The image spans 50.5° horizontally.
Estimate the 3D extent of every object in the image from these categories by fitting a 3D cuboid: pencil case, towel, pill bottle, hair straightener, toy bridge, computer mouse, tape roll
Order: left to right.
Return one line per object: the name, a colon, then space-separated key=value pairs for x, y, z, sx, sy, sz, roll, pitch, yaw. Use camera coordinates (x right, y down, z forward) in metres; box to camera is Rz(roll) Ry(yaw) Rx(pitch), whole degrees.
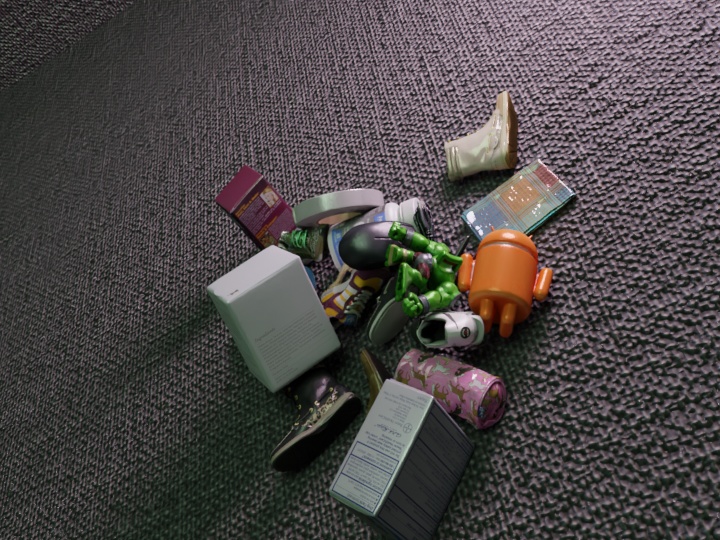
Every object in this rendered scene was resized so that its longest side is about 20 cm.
tape roll: x=-0.046 y=-0.127 z=1.615 sx=0.198 sy=0.202 sz=0.038 roll=-14 pitch=83 yaw=25
toy bridge: x=0.000 y=0.000 z=1.536 sx=0.198 sy=0.067 sz=0.028 roll=-33 pitch=43 yaw=34
pill bottle: x=0.040 y=-0.070 z=1.566 sx=0.196 sy=0.114 sz=0.116 roll=-20 pitch=48 yaw=21
computer mouse: x=0.054 y=-0.058 z=1.440 sx=0.194 sy=0.053 sz=0.142 roll=-9 pitch=70 yaw=-5
hair straightener: x=0.152 y=0.013 z=1.470 sx=0.076 sy=0.041 sz=0.201 roll=38 pitch=87 yaw=13
pencil case: x=0.151 y=0.200 z=1.309 sx=0.197 sy=0.084 sz=0.086 roll=17 pitch=49 yaw=41
towel: x=0.305 y=-0.124 z=1.493 sx=0.198 sy=0.022 sz=0.148 roll=-37 pitch=45 yaw=4

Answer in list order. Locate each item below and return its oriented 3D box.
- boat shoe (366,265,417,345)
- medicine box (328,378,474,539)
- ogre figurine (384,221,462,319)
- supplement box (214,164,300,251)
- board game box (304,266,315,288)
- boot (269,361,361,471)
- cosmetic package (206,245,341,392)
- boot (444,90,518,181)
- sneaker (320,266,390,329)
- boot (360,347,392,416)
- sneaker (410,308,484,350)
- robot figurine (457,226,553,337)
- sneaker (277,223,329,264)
boat shoe: x=0.067 y=0.054 z=1.482 sx=0.060 sy=0.074 sz=0.202 roll=19 pitch=67 yaw=41
medicine box: x=0.070 y=0.311 z=1.207 sx=0.101 sy=0.183 sz=0.203 roll=15 pitch=65 yaw=40
ogre figurine: x=0.115 y=0.003 z=1.354 sx=0.201 sy=0.117 sz=0.100 roll=-113 pitch=37 yaw=-59
supplement box: x=-0.222 y=-0.124 z=1.722 sx=0.111 sy=0.201 sz=0.085 roll=-48 pitch=44 yaw=-8
board game box: x=-0.171 y=0.080 z=1.652 sx=0.201 sy=0.039 sz=0.157 roll=-51 pitch=39 yaw=-12
boot: x=-0.110 y=0.267 z=1.440 sx=0.199 sy=0.074 sz=0.151 roll=-41 pitch=45 yaw=-5
cosmetic package: x=-0.168 y=0.089 z=1.470 sx=0.164 sy=0.204 sz=0.167 roll=-31 pitch=20 yaw=-17
boot: x=0.255 y=-0.284 z=1.616 sx=0.151 sy=0.072 sz=0.204 roll=-13 pitch=52 yaw=29
sneaker: x=-0.008 y=0.059 z=1.510 sx=0.199 sy=0.074 sz=0.092 roll=-38 pitch=43 yaw=43
boot: x=0.030 y=0.228 z=1.384 sx=0.075 sy=0.073 sz=0.202 roll=-40 pitch=46 yaw=14
sneaker: x=0.127 y=0.102 z=1.351 sx=0.199 sy=0.086 sz=0.076 roll=-13 pitch=81 yaw=63
robot figurine: x=0.256 y=0.014 z=1.356 sx=0.142 sy=0.116 sz=0.204 roll=-15 pitch=50 yaw=43
sneaker: x=-0.127 y=-0.060 z=1.634 sx=0.199 sy=0.086 sz=0.079 roll=153 pitch=128 yaw=-64
